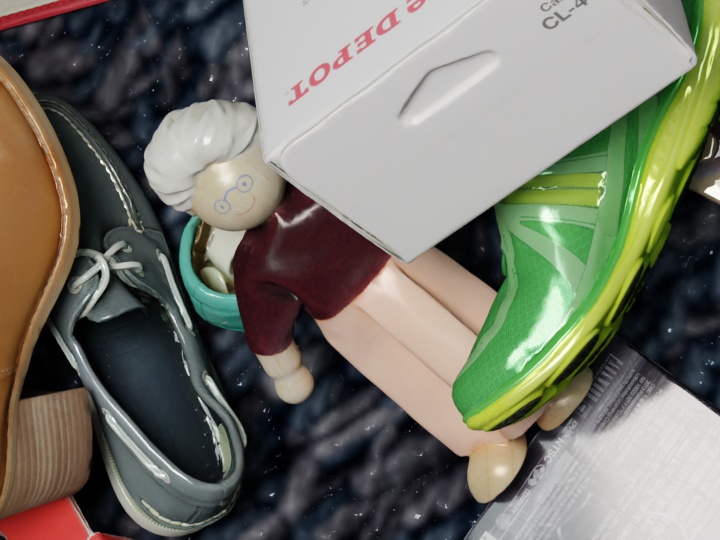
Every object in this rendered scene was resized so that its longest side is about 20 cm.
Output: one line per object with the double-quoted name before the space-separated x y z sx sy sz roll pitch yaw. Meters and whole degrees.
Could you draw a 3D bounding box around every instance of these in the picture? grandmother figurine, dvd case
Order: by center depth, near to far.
"grandmother figurine" 0.000 0.000 1.184 0.200 0.061 0.121 37 91 -17
"dvd case" 0.138 0.142 1.201 0.200 0.016 0.149 36 96 17

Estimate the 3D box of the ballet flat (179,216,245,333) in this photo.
"ballet flat" -0.005 -0.056 1.227 0.067 0.070 0.200 40 98 16

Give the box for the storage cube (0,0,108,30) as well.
"storage cube" -0.181 -0.201 1.239 0.199 0.171 0.180 -15 81 17

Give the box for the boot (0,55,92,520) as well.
"boot" -0.189 0.009 1.173 0.077 0.155 0.201 -5 91 44

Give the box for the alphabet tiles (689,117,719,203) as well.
"alphabet tiles" 0.154 -0.114 1.185 0.200 0.008 0.167 28 93 11

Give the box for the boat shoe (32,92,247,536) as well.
"boat shoe" -0.099 0.012 1.244 0.073 0.062 0.200 -21 85 -22

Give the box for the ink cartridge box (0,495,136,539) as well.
"ink cartridge box" -0.110 0.191 1.239 0.116 0.067 0.200 -37 67 12

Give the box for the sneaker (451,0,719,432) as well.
"sneaker" 0.080 -0.032 1.153 0.083 0.074 0.200 25 89 10

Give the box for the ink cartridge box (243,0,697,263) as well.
"ink cartridge box" 0.032 -0.125 1.126 0.147 0.086 0.200 -35 41 25

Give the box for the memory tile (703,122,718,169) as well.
"memory tile" 0.137 -0.132 1.209 0.153 0.017 0.201 -8 85 11
